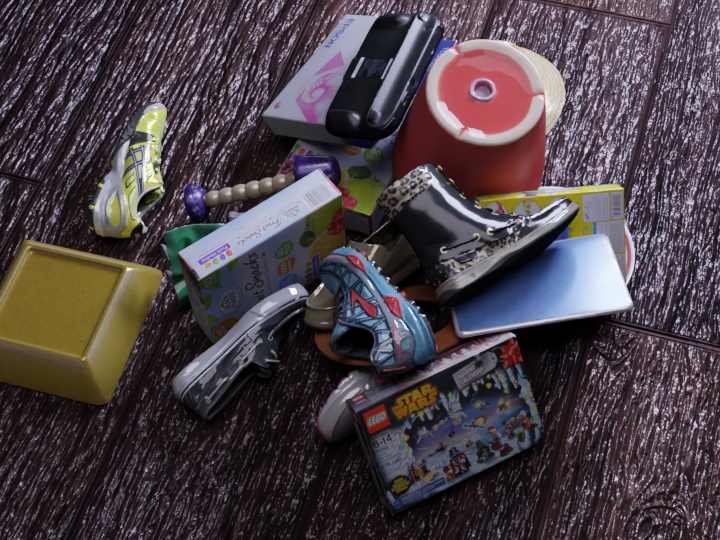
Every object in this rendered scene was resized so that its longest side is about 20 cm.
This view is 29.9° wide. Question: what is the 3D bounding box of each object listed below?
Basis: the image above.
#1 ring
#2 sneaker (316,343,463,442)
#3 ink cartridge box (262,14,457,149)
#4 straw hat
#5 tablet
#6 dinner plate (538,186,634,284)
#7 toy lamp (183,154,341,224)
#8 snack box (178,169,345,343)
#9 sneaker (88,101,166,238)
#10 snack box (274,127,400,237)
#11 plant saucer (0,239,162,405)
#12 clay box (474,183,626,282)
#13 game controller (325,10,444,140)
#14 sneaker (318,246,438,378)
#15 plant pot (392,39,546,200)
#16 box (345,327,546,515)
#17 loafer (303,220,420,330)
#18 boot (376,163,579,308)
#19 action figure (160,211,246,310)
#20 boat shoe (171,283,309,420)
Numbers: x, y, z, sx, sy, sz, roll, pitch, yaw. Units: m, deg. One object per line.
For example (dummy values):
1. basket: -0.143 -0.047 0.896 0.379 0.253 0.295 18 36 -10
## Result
1. ring: 0.045 0.067 1.569 0.199 0.019 0.201 -10 21 4
2. sneaker: 0.047 0.150 1.530 0.199 0.082 0.088 -24 56 -12
3. ink cartridge box: -0.004 -0.247 1.730 0.199 0.043 0.197 13 59 48
4. straw hat: 0.180 -0.257 1.795 0.199 0.085 0.202 -1 56 2
5. tablet: 0.197 0.017 1.527 0.198 0.014 0.131 -9 42 0
6. dinner plate: 0.238 -0.019 1.668 0.198 0.024 0.201 -2 57 2
7. toy lamp: -0.121 -0.102 1.681 0.199 0.058 0.059 -14 54 17
8. snack box: -0.112 -0.015 1.606 0.199 0.143 0.053 -31 59 -18
9. sneaker: -0.285 -0.126 1.751 0.076 0.076 0.201 16 68 5
10. snack box: -0.008 -0.153 1.756 0.141 0.053 0.201 20 59 16
11. plant saucer: -0.367 0.049 1.645 0.198 0.049 0.201 12 57 11
12. clay box: 0.212 -0.036 1.599 0.198 0.116 0.048 -4 12 -1
13. game controller: 0.029 -0.242 1.659 0.104 0.042 0.201 2 54 38
14. sneaker: -0.004 0.046 1.486 0.095 0.080 0.200 -31 42 -17
15. plant pot: 0.140 -0.174 1.635 0.199 0.178 0.202 1 67 -2
16. box: 0.096 0.165 1.487 0.199 0.138 0.040 -25 22 -12
17. loafer: 0.000 0.000 1.622 0.075 0.069 0.200 9 38 43
18. boot: 0.133 -0.067 1.526 0.203 0.074 0.154 -32 74 -18
19. action figure: -0.146 -0.035 1.668 0.199 0.119 0.055 -19 44 -20
20. boat shoe: -0.127 0.101 1.591 0.200 0.072 0.071 -42 71 -11
